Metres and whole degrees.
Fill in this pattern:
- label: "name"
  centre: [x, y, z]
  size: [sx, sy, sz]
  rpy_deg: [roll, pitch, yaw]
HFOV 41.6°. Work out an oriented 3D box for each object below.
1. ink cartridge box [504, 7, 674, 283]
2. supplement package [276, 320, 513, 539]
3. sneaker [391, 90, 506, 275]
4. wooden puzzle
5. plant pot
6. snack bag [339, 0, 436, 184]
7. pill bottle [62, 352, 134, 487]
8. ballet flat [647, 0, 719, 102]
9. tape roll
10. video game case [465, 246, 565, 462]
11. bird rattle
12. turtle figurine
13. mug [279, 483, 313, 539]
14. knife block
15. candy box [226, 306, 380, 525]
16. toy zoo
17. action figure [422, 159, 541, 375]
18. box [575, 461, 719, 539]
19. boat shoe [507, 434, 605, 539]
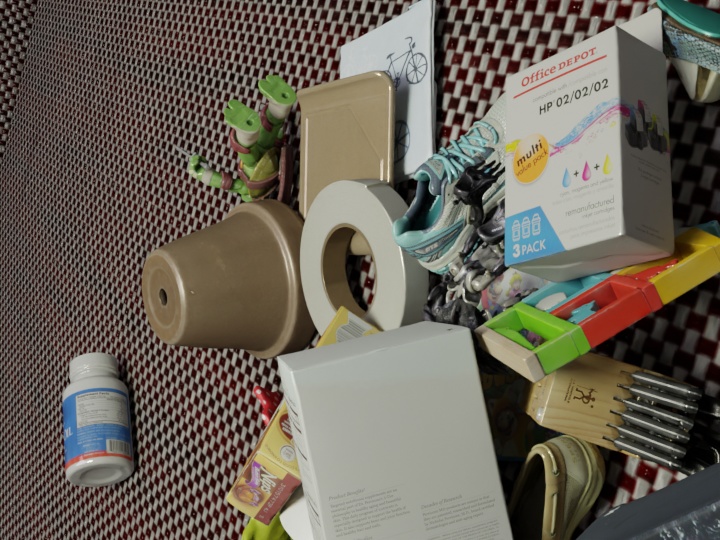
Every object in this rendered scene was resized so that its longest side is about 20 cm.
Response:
- label: "ink cartridge box"
  centre: [0.172, -0.104, 0.732]
  size: [0.114, 0.067, 0.204]
  rpy_deg: [-17, 65, 49]
- label: "supplement package"
  centre: [0.025, 0.160, 0.802]
  size: [0.151, 0.149, 0.204]
  rpy_deg: [175, 83, -81]
- label: "sneaker"
  centre: [0.103, -0.092, 0.922]
  size: [0.202, 0.085, 0.078]
  rpy_deg: [-60, 38, 12]
- label: "wooden puzzle"
  centre: [-0.014, -0.120, 1.117]
  size: [0.184, 0.037, 0.204]
  rpy_deg: [1, 95, 54]
- label: "plant pot"
  centre: [-0.171, 0.021, 1.174]
  size: [0.199, 0.172, 0.204]
  rpy_deg: [16, 111, 49]
- label: "snack bag"
  centre: [0.029, -0.198, 1.114]
  size: [0.187, 0.021, 0.204]
  rpy_deg: [-12, 74, 54]
- label: "pill bottle"
  centre: [-0.440, 0.247, 1.585]
  size: [0.112, 0.111, 0.203]
  rpy_deg: [-43, 49, 40]
- label: "ballet flat"
  centre: [0.283, -0.150, 0.717]
  size: [0.200, 0.073, 0.075]
  rpy_deg: [50, 121, 51]
- label: "tape roll"
  centre: [0.000, 0.000, 1.053]
  size: [0.201, 0.037, 0.207]
  rpy_deg: [15, 108, 52]
- label: "video game case"
  centre: [0.143, 0.075, 0.891]
  size: [0.142, 0.018, 0.204]
  rpy_deg: [-11, 73, 54]
- label: "bird rattle"
  centre: [-0.096, 0.244, 1.105]
  size: [0.164, 0.110, 0.203]
  rpy_deg: [106, 156, -58]
- label: "turtle figurine"
  centre: [-0.161, -0.181, 1.249]
  size: [0.195, 0.141, 0.203]
  rpy_deg: [118, 141, -59]
- label: "mug"
  centre: [0.004, 0.198, 0.956]
  size: [0.186, 0.148, 0.155]
  rpy_deg: [29, 97, 46]
- label: "knife block"
  centre: [0.221, 0.111, 0.737]
  size: [0.200, 0.172, 0.065]
  rpy_deg: [48, -119, -87]
- label: "candy box"
  centre: [-0.057, 0.146, 0.970]
  size: [0.117, 0.056, 0.201]
  rpy_deg: [-57, 4, 48]
- label: "toy zoo"
  centre: [0.190, 0.014, 0.721]
  size: [0.021, 0.198, 0.131]
  rpy_deg: [61, 175, -9]
- label: "action figure"
  centre: [0.118, 0.012, 0.849]
  size: [0.119, 0.101, 0.203]
  rpy_deg: [45, 144, 40]
- label: "box"
  centre: [0.246, 0.222, 0.568]
  size: [0.196, 0.116, 0.202]
  rpy_deg: [-42, 74, 41]
- label: "boat shoe"
  centre: [0.142, 0.227, 0.803]
  size: [0.073, 0.062, 0.203]
  rpy_deg: [50, 130, 45]
